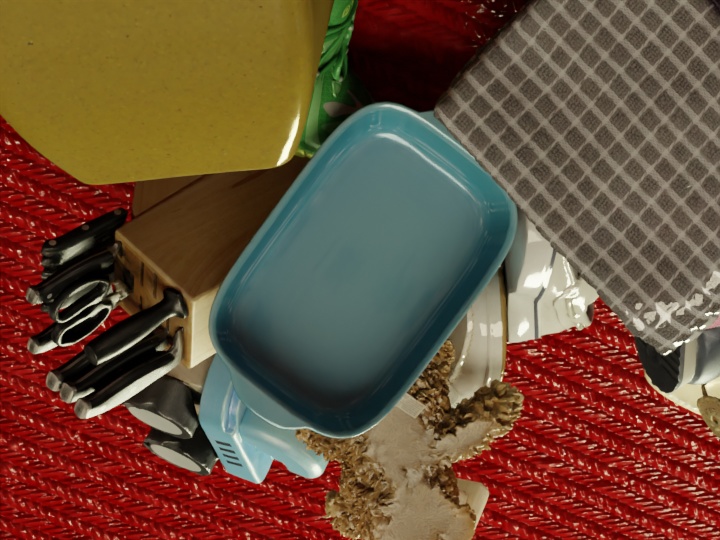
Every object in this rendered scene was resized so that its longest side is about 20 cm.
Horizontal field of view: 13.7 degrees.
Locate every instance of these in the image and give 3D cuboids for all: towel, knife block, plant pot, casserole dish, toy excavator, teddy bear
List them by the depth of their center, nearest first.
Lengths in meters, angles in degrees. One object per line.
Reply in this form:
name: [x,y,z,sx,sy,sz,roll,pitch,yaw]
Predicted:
plant pot: [-0.101,-0.158,1.511,0.193,0.196,0.201,-5,125,11]
towel: [0.153,-0.078,1.602,0.200,0.086,0.166,46,114,10]
casserole dish: [0.000,0.000,1.678,0.121,0.200,0.039,37,175,-4]
knife block: [-0.088,0.010,1.711,0.199,0.176,0.064,6,141,-2]
teddy bear: [0.017,0.074,1.764,0.144,0.067,0.201,-24,120,10]
toy excavator: [-0.027,0.100,1.856,0.199,0.100,0.195,20,162,17]

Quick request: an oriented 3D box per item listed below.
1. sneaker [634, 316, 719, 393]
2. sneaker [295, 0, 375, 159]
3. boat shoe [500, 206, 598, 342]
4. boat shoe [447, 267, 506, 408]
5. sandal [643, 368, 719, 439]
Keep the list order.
sneaker: [0.214,-0.018,1.714,0.082,0.070,0.201,-13,140,-23]
sneaker: [-0.033,-0.134,1.657,0.083,0.074,0.200,-11,137,23]
boat shoe: [0.118,-0.006,1.766,0.065,0.072,0.200,-4,156,0]
boat shoe: [0.044,0.054,1.837,0.069,0.071,0.200,5,155,-9]
sandal: [0.273,0.108,1.862,0.211,0.070,0.078,21,138,-22]
